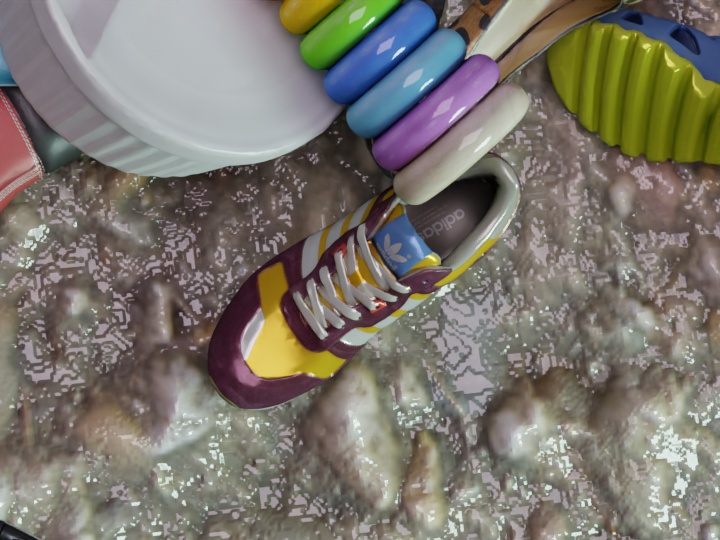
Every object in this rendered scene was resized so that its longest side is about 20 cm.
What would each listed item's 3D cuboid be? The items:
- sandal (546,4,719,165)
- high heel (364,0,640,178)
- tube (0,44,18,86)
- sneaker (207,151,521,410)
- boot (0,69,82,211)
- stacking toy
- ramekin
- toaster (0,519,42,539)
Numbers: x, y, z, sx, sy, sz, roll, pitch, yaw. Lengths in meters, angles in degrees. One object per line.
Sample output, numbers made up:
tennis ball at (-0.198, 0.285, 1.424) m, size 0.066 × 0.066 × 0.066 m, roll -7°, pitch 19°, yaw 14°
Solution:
sandal at (0.202, -0.103, 1.326) m, size 0.200 × 0.080 × 0.087 m, roll 22°, pitch 42°, yaw 3°
high heel at (0.094, -0.117, 1.258) m, size 0.200 × 0.071 × 0.143 m, roll -5°, pitch 60°, yaw 33°
tube at (-0.229, -0.186, 1.261) m, size 0.077 × 0.050 × 0.200 m, roll -6°, pitch 69°, yaw -17°
sneaker at (0.000, 0.000, 1.266) m, size 0.200 × 0.090 × 0.075 m, roll -40°, pitch 89°, yaw -11°
boot at (-0.249, -0.111, 1.266) m, size 0.144 × 0.072 × 0.200 m, roll -41°, pitch 88°, yaw -19°
stacking toy at (-0.006, -0.133, 1.203) m, size 0.085 × 0.085 × 0.200 m, roll -42°, pitch 94°, yaw -11°
ramekin at (-0.103, -0.142, 1.242) m, size 0.202 × 0.094 × 0.202 m, roll 11°, pitch 69°, yaw -31°
toaster at (-0.232, 0.198, 1.192) m, size 0.181 × 0.119 × 0.200 m, roll 23°, pitch 80°, yaw -4°
